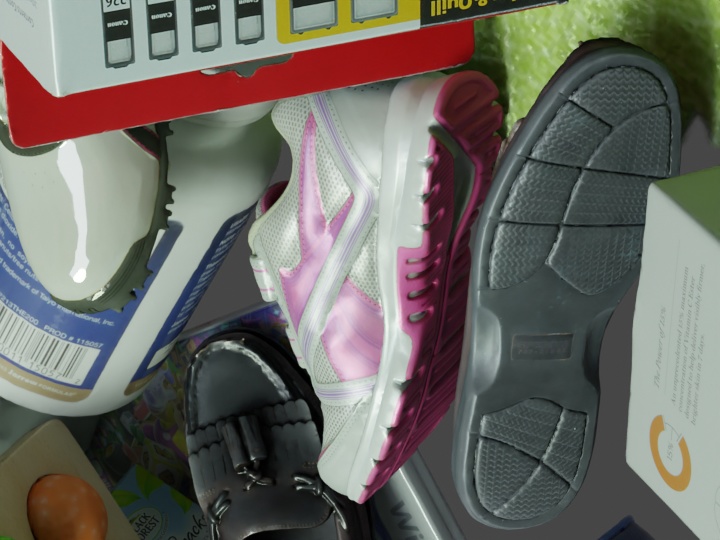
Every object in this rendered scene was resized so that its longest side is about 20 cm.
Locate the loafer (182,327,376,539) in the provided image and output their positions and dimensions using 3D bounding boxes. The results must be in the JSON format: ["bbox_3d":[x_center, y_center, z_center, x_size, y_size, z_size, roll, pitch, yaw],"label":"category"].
[{"bbox_3d":[-0.028,0.121,1.204,0.071,0.063,0.201,-19,88,8],"label":"loafer"}]

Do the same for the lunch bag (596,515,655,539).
[{"bbox_3d":[0.091,0.192,1.105,0.132,0.200,0.136,32,111,14],"label":"lunch bag"}]

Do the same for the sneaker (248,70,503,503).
[{"bbox_3d":[0.000,0.000,1.155,0.088,0.081,0.201,20,120,23],"label":"sneaker"}]

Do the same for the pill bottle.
[{"bbox_3d":[-0.100,-0.041,1.185,0.111,0.111,0.200,42,130,11],"label":"pill bottle"}]

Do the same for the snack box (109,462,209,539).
[{"bbox_3d":[-0.062,0.211,1.319,0.199,0.068,0.169,34,134,9],"label":"snack box"}]

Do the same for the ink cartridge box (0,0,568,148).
[{"bbox_3d":[-0.030,-0.130,1.003,0.084,0.199,0.177,-139,41,-58],"label":"ink cartridge box"}]

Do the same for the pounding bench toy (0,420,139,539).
[{"bbox_3d":[-0.187,0.130,1.202,0.155,0.124,0.201,-26,101,34],"label":"pounding bench toy"}]

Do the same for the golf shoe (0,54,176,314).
[{"bbox_3d":[-0.127,-0.081,1.072,0.077,0.088,0.202,-9,86,35],"label":"golf shoe"}]

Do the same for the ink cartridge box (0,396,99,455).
[{"bbox_3d":[-0.225,0.042,1.339,0.200,0.087,0.146,39,129,23],"label":"ink cartridge box"}]

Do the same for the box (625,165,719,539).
[{"bbox_3d":[0.185,0.058,0.972,0.200,0.097,0.125,47,144,49],"label":"box"}]

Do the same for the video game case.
[{"bbox_3d":[-0.053,0.093,1.296,0.199,0.018,0.144,-21,101,43],"label":"video game case"}]

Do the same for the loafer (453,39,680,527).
[{"bbox_3d":[0.069,-0.001,1.086,0.063,0.071,0.201,-116,35,-61],"label":"loafer"}]
